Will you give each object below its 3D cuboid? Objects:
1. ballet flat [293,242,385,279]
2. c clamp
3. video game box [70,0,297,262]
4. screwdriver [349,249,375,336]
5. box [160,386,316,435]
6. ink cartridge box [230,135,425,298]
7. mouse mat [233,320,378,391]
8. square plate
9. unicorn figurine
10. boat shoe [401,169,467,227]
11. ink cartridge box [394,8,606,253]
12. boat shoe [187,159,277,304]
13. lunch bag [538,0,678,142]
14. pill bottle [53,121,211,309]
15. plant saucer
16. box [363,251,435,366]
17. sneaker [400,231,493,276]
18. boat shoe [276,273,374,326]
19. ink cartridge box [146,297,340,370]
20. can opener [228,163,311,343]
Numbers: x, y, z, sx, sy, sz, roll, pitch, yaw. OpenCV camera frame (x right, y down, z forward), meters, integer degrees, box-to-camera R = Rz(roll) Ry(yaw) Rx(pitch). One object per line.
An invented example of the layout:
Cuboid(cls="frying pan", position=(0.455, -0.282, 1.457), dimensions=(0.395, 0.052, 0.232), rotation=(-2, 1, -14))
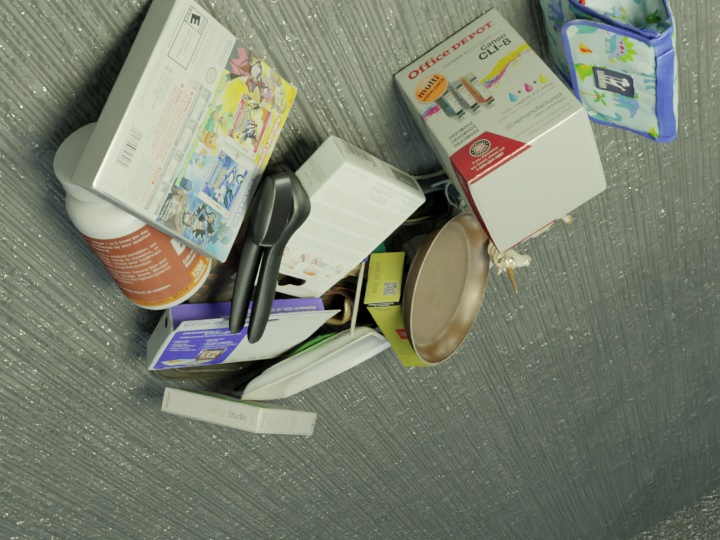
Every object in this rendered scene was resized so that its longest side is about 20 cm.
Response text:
Cuboid(cls="ballet flat", position=(-0.054, -0.017, 1.167), dimensions=(0.198, 0.069, 0.067), rotation=(10, 136, -38))
Cuboid(cls="c clamp", position=(-0.198, 0.097, 1.234), dimensions=(0.198, 0.027, 0.172), rotation=(7, 130, -38))
Cuboid(cls="video game box", position=(-0.163, -0.135, 0.889), dimensions=(0.182, 0.046, 0.202), rotation=(33, 76, -48))
Cuboid(cls="screwdriver", position=(0.000, 0.000, 1.126), dimensions=(0.028, 0.201, 0.029), rotation=(-10, 130, 20))
Cuboid(cls="box", position=(-0.160, 0.193, 1.246), dimensions=(0.142, 0.037, 0.200), rotation=(9, 171, 20))
Cuboid(cls="ink cartridge box", position=(-0.042, -0.053, 1.065), dimensions=(0.200, 0.048, 0.159), rotation=(-42, 148, 22))
Cuboid(cls="mouse mat", position=(-0.069, 0.117, 1.277), dimensions=(0.199, 0.008, 0.160), rotation=(-35, 164, 37))
Cuboid(cls="square plate", position=(-0.052, 0.126, 1.263), dimensions=(0.198, 0.029, 0.198), rotation=(-27, 168, 9))
Cuboid(cls="unicorn figurine", position=(0.225, -0.081, 1.229), dimensions=(0.136, 0.203, 0.074), rotation=(-11, -177, -29))
Cuboid(cls="boat shoe", position=(0.101, -0.093, 1.179), dimensions=(0.198, 0.062, 0.075), rotation=(-6, 136, -28))
Cuboid(cls="ink cartridge box", position=(0.155, -0.158, 1.027), dimensions=(0.144, 0.201, 0.145), rotation=(-32, 141, 4))
Cuboid(cls="boat shoe", position=(-0.142, -0.044, 1.071), dimensions=(0.200, 0.074, 0.074), rotation=(-49, 143, 15))
Cuboid(cls="lunch bag", position=(0.280, -0.253, 0.997), dimensions=(0.126, 0.201, 0.170), rotation=(-31, 144, 3))
Cuboid(cls="pill bottle", position=(-0.238, -0.057, 0.959), dimensions=(0.111, 0.113, 0.201), rotation=(-25, 143, -5))
Cuboid(cls="plant saucer", position=(0.108, 0.021, 1.180), dimensions=(0.200, 0.032, 0.203), rotation=(-32, 129, -48))
Cuboid(cls="box", position=(0.059, 0.057, 1.225), dimensions=(0.049, 0.076, 0.201), rotation=(-2, 149, 18))
Cuboid(cls="sneaker", position=(0.116, -0.021, 1.262), dimensions=(0.199, 0.075, 0.100), rotation=(-36, 144, 9))
Cuboid(cls="boat shoe", position=(-0.037, 0.048, 1.244), dimensions=(0.072, 0.072, 0.199), rotation=(-43, 141, 19))
Cuboid(cls="ink cartridge box", position=(-0.149, 0.070, 1.121), dimensions=(0.196, 0.044, 0.200), rotation=(-3, 161, -26))
Cuboid(cls="can opener", position=(-0.107, -0.018, 0.975), dimensions=(0.078, 0.063, 0.202), rotation=(-11, 127, -48))
